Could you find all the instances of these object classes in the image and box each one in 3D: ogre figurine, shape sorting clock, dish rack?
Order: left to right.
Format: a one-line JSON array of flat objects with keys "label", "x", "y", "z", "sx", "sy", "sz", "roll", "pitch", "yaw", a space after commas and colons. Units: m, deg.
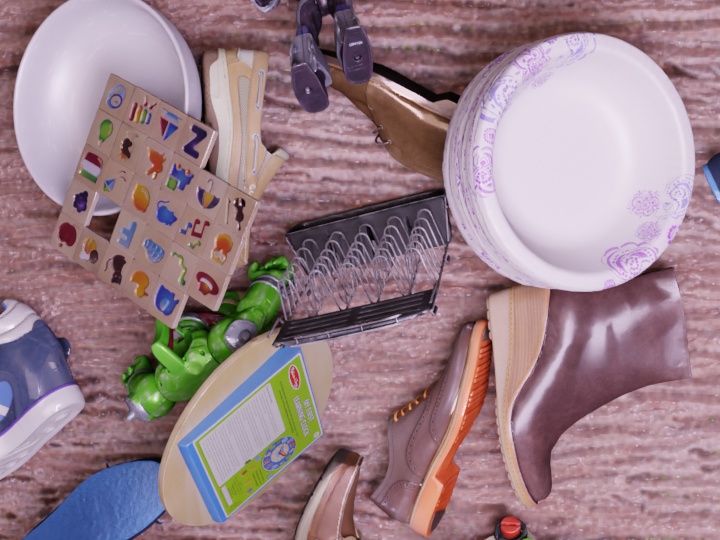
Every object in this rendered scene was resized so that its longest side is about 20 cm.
[{"label": "ogre figurine", "x": -0.146, "y": 0.072, "z": 1.049, "sx": 0.199, "sy": 0.120, "sz": 0.099, "roll": -16, "pitch": 112, "yaw": 12}, {"label": "shape sorting clock", "x": -0.097, "y": 0.134, "z": 1.013, "sx": 0.039, "sy": 0.200, "sz": 0.201, "roll": 38, "pitch": 103, "yaw": 31}, {"label": "dish rack", "x": 0.000, "y": 0.000, "z": 0.978, "sx": 0.152, "sy": 0.200, "sz": 0.055, "roll": -15, "pitch": 109, "yaw": 15}]

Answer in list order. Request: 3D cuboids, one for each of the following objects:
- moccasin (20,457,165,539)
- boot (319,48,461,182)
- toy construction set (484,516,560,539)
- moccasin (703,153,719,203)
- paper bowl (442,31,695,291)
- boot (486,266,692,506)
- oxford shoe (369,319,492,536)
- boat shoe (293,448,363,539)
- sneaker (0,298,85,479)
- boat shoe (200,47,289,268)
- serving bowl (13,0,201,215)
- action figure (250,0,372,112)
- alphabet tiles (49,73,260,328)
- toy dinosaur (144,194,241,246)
[{"label": "moccasin", "x": -0.253, "y": 0.235, "z": 1.125, "sx": 0.199, "sy": 0.068, "sz": 0.081, "roll": -30, "pitch": 80, "yaw": 13}, {"label": "boot", "x": 0.024, "y": -0.137, "z": 1.026, "sx": 0.199, "sy": 0.074, "sz": 0.076, "roll": 26, "pitch": 110, "yaw": 8}, {"label": "toy construction set", "x": 0.126, "y": 0.289, "z": 0.994, "sx": 0.131, "sy": 0.199, "sz": 0.093, "roll": 49, "pitch": 141, "yaw": 46}, {"label": "moccasin", "x": 0.359, "y": -0.026, "z": 0.941, "sx": 0.200, "sy": 0.081, "sz": 0.068, "roll": 46, "pitch": 118, "yaw": -7}, {"label": "paper bowl", "x": 0.161, "y": -0.086, "z": 0.950, "sx": 0.199, "sy": 0.104, "sz": 0.202, "roll": -1, "pitch": 92, "yaw": -20}, {"label": "boot", "x": 0.198, "y": 0.100, "z": 0.998, "sx": 0.165, "sy": 0.072, "sz": 0.202, "roll": -6, "pitch": 97, "yaw": 11}, {"label": "oxford shoe", "x": 0.061, "y": 0.132, "z": 1.037, "sx": 0.073, "sy": 0.071, "sz": 0.201, "roll": 21, "pitch": 98, "yaw": 19}, {"label": "boat shoe", "x": -0.027, "y": 0.261, "z": 1.071, "sx": 0.073, "sy": 0.076, "sz": 0.201, "roll": 20, "pitch": 107, "yaw": 6}, {"label": "sneaker", "x": -0.370, "y": 0.118, "z": 1.143, "sx": 0.200, "sy": 0.081, "sz": 0.147, "roll": -37, "pitch": 77, "yaw": 17}, {"label": "boat shoe", "x": -0.101, "y": -0.099, "z": 1.058, "sx": 0.076, "sy": 0.072, "sz": 0.201, "roll": -4, "pitch": 106, "yaw": -10}, {"label": "serving bowl", "x": -0.222, "y": -0.150, "z": 1.075, "sx": 0.199, "sy": 0.066, "sz": 0.202, "roll": 1, "pitch": 92, "yaw": 28}, {"label": "action figure", "x": -0.030, "y": -0.228, "z": 0.991, "sx": 0.129, "sy": 0.070, "sz": 0.201, "roll": -20, "pitch": 46, "yaw": 10}, {"label": "alphabet tiles", "x": -0.175, "y": -0.055, "z": 1.004, "sx": 0.199, "sy": 0.008, "sz": 0.168, "roll": 30, "pitch": 104, "yaw": 28}, {"label": "toy dinosaur", "x": -0.160, "y": -0.027, "z": 1.052, "sx": 0.088, "sy": 0.047, "sz": 0.200, "roll": 57, "pitch": 146, "yaw": 3}]
